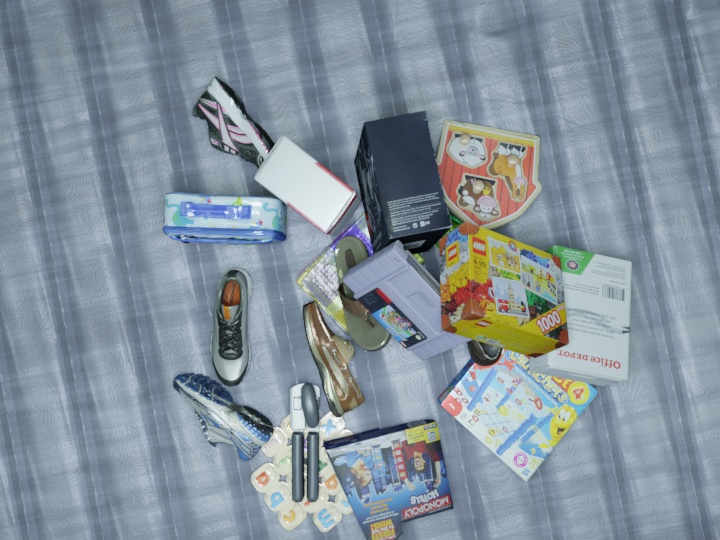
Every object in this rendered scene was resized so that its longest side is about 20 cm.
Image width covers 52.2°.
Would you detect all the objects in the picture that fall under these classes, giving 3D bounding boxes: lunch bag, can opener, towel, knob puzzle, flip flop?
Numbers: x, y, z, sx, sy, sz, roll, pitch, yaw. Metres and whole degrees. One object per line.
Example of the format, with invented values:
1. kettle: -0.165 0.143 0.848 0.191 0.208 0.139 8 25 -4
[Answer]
1. lunch bag: -0.224 -0.086 1.228 0.195 0.161 0.085 2 89 0
2. can opener: -0.095 0.294 1.252 0.052 0.067 0.206 0 87 0
3. towel: 0.000 0.000 1.291 0.199 0.023 0.144 -42 88 0
4. knob puzzle: 0.214 -0.161 1.250 0.214 0.031 0.225 1 68 -3
5. flip flop: -0.005 0.036 1.224 0.080 0.057 0.205 -19 76 19

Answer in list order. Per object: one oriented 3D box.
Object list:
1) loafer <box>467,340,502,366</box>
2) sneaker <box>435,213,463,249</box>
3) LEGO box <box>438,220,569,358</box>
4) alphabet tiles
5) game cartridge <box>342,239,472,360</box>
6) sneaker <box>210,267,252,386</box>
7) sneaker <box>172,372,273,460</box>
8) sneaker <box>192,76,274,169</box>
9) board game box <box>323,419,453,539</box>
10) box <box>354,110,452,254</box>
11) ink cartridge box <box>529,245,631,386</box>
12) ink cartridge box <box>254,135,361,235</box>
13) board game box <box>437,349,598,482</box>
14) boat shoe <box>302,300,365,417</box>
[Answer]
1. loafer: 0.195 0.055 1.189 0.071 0.071 0.205 -17 90 -7
2. sneaker: 0.188 -0.024 1.257 0.199 0.084 0.074 41 90 1
3. LEGO box: 0.219 0.033 1.130 0.196 0.077 0.152 17 60 -29
4. alphabet tiles: -0.086 0.350 1.290 0.194 0.015 0.201 -38 89 -2
5. game cartridge: 0.077 0.054 1.152 0.129 0.039 0.200 -31 112 37
6. sneaker: -0.226 0.098 1.266 0.072 0.079 0.206 1 90 -1
7. sneaker: -0.250 0.256 1.267 0.198 0.077 0.086 34 101 7
8. sneaker: -0.216 -0.231 1.283 0.086 0.080 0.202 -39 80 12
9. board game box: 0.051 0.375 1.258 0.195 0.062 0.205 -11 92 -8
10. box: 0.062 -0.128 1.191 0.101 0.200 0.187 -10 81 -7
11. ink cartridge box: 0.364 0.078 1.219 0.143 0.083 0.205 12 73 -8
12. ink cartridge box: -0.079 -0.131 1.208 0.145 0.200 0.084 37 92 2
13. board game box: 0.268 0.216 1.265 0.199 0.056 0.197 40 90 1
14. boat shoe: -0.046 0.147 1.270 0.072 0.076 0.205 -18 96 -5
